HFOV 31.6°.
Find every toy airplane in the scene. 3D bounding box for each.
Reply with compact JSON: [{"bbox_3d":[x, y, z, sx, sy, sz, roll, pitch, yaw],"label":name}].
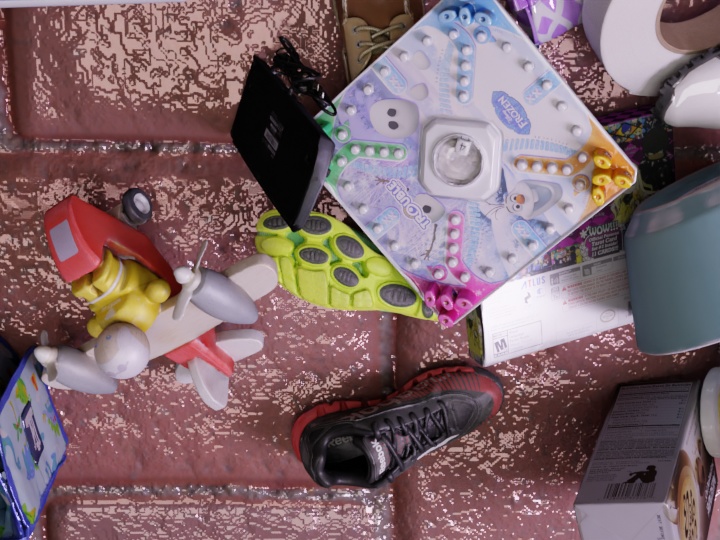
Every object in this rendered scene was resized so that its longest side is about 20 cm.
[{"bbox_3d":[-0.175,0.047,1.056,0.197,0.142,0.201,15,126,3],"label":"toy airplane"}]

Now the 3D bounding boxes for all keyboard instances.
[{"bbox_3d":[-0.049,-0.110,0.983,0.039,0.200,0.105,10,113,-26],"label":"keyboard"}]

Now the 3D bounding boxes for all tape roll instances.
[{"bbox_3d":[0.267,-0.219,0.979,0.201,0.037,0.204,-16,145,-12],"label":"tape roll"}]

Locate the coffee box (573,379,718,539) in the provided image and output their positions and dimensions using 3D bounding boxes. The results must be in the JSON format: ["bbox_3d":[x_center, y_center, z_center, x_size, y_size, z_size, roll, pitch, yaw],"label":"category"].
[{"bbox_3d":[0.248,0.191,1.089,0.079,0.200,0.114,-6,111,25],"label":"coffee box"}]

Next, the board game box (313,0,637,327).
[{"bbox_3d":[0.075,-0.084,0.983,0.200,0.026,0.200,-39,96,22],"label":"board game box"}]

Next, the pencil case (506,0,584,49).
[{"bbox_3d":[0.200,-0.253,0.997,0.199,0.085,0.084,-29,85,6],"label":"pencil case"}]

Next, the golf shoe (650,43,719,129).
[{"bbox_3d":[0.335,-0.131,1.017,0.198,0.095,0.078,-9,147,-10],"label":"golf shoe"}]

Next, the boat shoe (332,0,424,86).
[{"bbox_3d":[0.021,-0.171,1.024,0.075,0.074,0.202,-9,110,0],"label":"boat shoe"}]

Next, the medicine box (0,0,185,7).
[{"bbox_3d":[-0.221,-0.304,0.952,0.180,0.103,0.202,-2,109,-2],"label":"medicine box"}]

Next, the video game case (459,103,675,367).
[{"bbox_3d":[0.175,-0.030,1.068,0.198,0.036,0.183,-15,111,-19],"label":"video game case"}]

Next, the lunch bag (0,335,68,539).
[{"bbox_3d":[-0.335,0.125,1.063,0.127,0.170,0.200,-40,106,12],"label":"lunch bag"}]

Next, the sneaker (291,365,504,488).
[{"bbox_3d":[0.035,0.143,1.124,0.199,0.098,0.071,-17,108,2],"label":"sneaker"}]

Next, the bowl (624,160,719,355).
[{"bbox_3d":[0.289,-0.025,1.009,0.200,0.201,0.106,-27,94,7],"label":"bowl"}]

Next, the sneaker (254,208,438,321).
[{"bbox_3d":[0.000,0.000,1.073,0.198,0.084,0.075,17,90,-19],"label":"sneaker"}]

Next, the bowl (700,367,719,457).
[{"bbox_3d":[0.359,0.124,1.107,0.107,0.200,0.202,-1,114,34],"label":"bowl"}]
